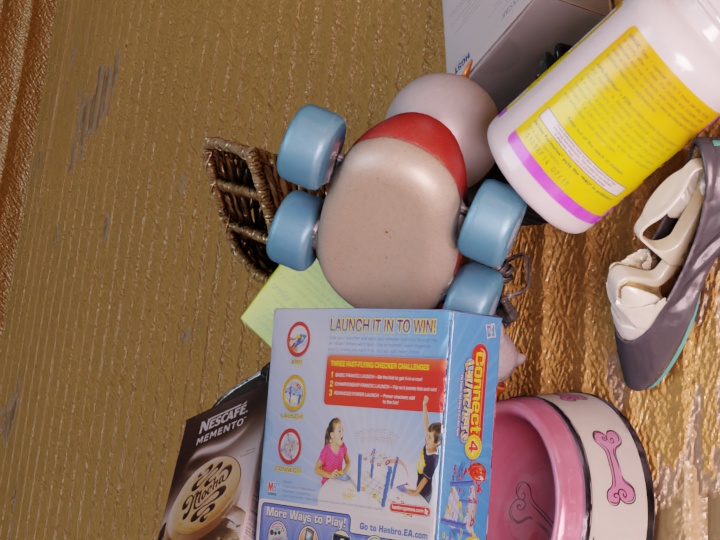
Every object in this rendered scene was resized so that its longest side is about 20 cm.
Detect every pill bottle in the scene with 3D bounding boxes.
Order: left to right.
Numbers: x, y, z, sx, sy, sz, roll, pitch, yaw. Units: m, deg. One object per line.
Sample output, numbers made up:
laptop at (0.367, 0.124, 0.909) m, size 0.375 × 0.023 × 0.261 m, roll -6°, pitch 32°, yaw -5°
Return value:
pill bottle at (0.192, -0.125, 1.136) m, size 0.200 × 0.104 × 0.105 m, roll -42°, pitch 36°, yaw 22°

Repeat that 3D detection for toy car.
toy car at (0.053, -0.079, 1.282) m, size 0.177 × 0.183 × 0.200 m, roll 101°, pitch -164°, yaw -47°

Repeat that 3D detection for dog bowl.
dog bowl at (0.122, 0.182, 1.185) m, size 0.200 × 0.073 × 0.201 m, roll -32°, pitch 51°, yaw 51°

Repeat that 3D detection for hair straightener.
hair straightener at (0.097, 0.005, 1.408) m, size 0.200 × 0.041 × 0.077 m, roll -170°, pitch 95°, yaw -73°

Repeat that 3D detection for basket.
basket at (-0.101, -0.057, 1.770) m, size 0.200 × 0.148 × 0.144 m, roll 24°, pitch 98°, yaw 66°

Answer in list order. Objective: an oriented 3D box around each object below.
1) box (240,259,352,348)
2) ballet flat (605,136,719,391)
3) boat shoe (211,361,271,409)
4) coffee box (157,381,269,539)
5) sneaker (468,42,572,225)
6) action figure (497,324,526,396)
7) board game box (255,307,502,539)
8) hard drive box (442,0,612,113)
box at (0.000, 0.000, 1.383) m, size 0.122 × 0.048 × 0.200 m, roll 40°, pitch 97°, yaw 34°
ballet flat at (0.211, -0.008, 1.125) m, size 0.201 × 0.073 × 0.073 m, roll -65°, pitch 25°, yaw 25°
boat shoe at (-0.055, 0.097, 1.448) m, size 0.200 × 0.066 × 0.072 m, roll -22°, pitch 59°, yaw 18°
coffee box at (-0.101, 0.205, 1.349) m, size 0.113 × 0.080 × 0.201 m, roll -28°, pitch 36°, yaw 33°
sneaker at (0.152, -0.107, 1.314) m, size 0.199 × 0.076 × 0.115 m, roll -33°, pitch 46°, yaw 54°
action figure at (0.058, 0.111, 1.349) m, size 0.193 × 0.200 × 0.105 m, roll -39°, pitch 82°, yaw 22°
board game box at (0.010, 0.128, 1.214) m, size 0.199 × 0.056 × 0.197 m, roll 0°, pitch 83°, yaw 47°
hard drive box at (0.140, -0.260, 1.425) m, size 0.156 × 0.076 × 0.201 m, roll -47°, pitch 36°, yaw 49°
